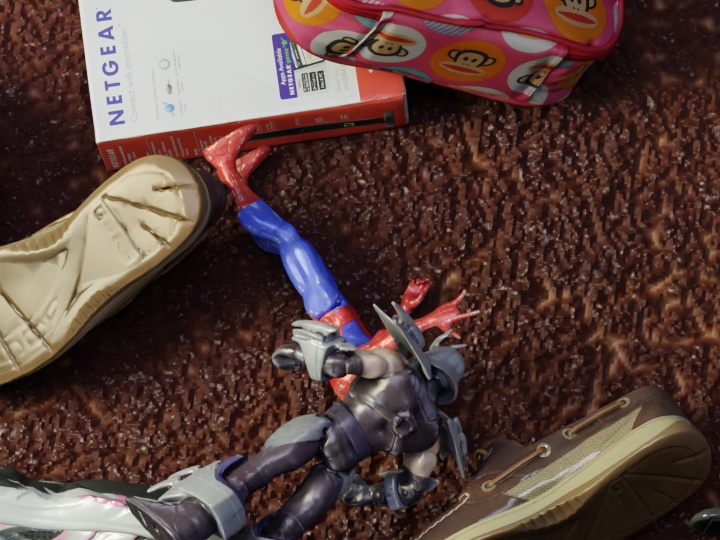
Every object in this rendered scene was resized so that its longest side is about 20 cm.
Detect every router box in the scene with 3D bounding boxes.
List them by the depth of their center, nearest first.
[{"bbox_3d":[-0.074,-0.169,1.692,0.179,0.049,0.200,-9,72,0],"label":"router box"}]

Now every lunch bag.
[{"bbox_3d":[0.048,-0.194,1.646,0.200,0.082,0.176,10,61,-22],"label":"lunch bag"}]

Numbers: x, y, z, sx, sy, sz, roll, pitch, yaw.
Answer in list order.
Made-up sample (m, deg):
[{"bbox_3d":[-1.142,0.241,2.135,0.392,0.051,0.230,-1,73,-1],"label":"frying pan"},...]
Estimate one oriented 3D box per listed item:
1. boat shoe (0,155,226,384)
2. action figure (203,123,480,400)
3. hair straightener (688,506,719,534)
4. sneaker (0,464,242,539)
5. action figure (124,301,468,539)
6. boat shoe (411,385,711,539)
[{"bbox_3d":[-0.160,0.004,1.624,0.200,0.072,0.072,-36,80,16],"label":"boat shoe"},{"bbox_3d":[0.000,0.000,1.623,0.099,0.065,0.200,-28,72,3],"label":"action figure"},{"bbox_3d":[0.275,0.120,1.583,0.200,0.041,0.077,-12,72,-1],"label":"hair straightener"},{"bbox_3d":[-0.160,0.158,1.587,0.200,0.080,0.086,9,95,5],"label":"sneaker"},{"bbox_3d":[-0.020,0.094,1.537,0.200,0.069,0.130,-37,114,-19],"label":"action figure"},{"bbox_3d":[0.091,0.127,1.586,0.200,0.072,0.072,-33,42,3],"label":"boat shoe"}]
